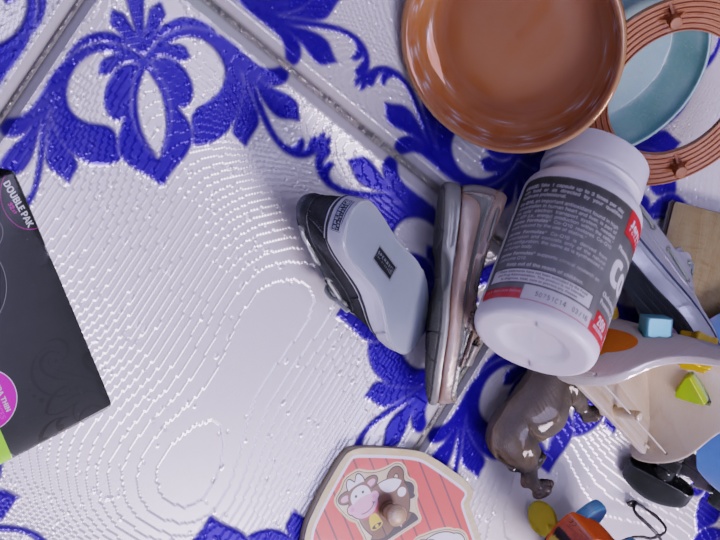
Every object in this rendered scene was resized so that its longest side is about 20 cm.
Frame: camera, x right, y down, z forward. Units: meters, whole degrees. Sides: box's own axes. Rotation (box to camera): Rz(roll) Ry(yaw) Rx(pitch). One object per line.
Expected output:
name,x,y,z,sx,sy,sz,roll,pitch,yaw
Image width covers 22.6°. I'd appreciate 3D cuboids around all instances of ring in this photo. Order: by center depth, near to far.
ring,0.289,-0.160,1.651,0.199,0.019,0.201,-10,129,-13

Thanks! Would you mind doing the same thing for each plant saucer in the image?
plant saucer,0.134,-0.202,1.556,0.037,0.199,0.201,-40,125,-65
plant saucer,0.220,-0.196,1.633,0.199,0.036,0.201,-10,128,-13

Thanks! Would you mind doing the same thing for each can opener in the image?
can opener,0.356,0.224,1.767,0.053,0.199,0.067,-46,163,-58

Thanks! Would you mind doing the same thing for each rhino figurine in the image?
rhino figurine,0.187,0.108,1.692,0.087,0.060,0.200,41,77,-32

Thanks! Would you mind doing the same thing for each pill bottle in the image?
pill bottle,0.183,-0.019,1.594,0.114,0.114,0.201,38,61,-29

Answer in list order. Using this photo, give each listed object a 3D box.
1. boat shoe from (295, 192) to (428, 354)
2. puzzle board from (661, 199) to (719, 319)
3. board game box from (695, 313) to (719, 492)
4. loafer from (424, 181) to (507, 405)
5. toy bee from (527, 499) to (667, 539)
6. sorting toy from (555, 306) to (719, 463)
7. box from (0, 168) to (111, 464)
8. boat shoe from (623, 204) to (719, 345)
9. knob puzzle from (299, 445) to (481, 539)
boat shoe,-0.001,0.002,1.560,0.074,0.068,0.199,-63,145,-18
puzzle board,0.338,0.042,1.790,0.150,0.017,0.201,12,93,-32
board game box,0.389,0.138,1.772,0.157,0.039,0.201,6,75,-19
loafer,0.095,0.023,1.610,0.063,0.072,0.201,3,95,-7
toy bee,0.218,0.282,1.714,0.200,0.131,0.109,25,111,-41
sorting toy,0.304,0.099,1.642,0.200,0.179,0.107,44,58,-50
box,-0.305,0.038,1.363,0.148,0.124,0.201,-28,110,-22
boat shoe,0.287,0.002,1.706,0.067,0.073,0.200,-44,104,-24
knob puzzle,0.027,0.249,1.643,0.219,0.030,0.221,-6,102,-28
